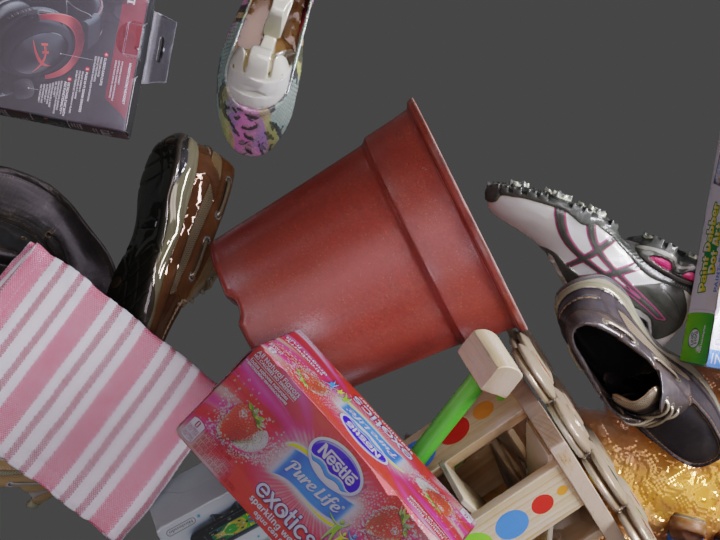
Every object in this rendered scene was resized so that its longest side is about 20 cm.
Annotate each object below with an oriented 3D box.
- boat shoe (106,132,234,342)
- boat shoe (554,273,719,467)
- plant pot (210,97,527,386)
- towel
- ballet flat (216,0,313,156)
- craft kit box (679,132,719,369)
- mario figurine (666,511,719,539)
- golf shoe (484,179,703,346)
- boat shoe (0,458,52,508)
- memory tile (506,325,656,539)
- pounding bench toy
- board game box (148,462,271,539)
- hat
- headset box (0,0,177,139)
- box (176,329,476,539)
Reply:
[{"bbox_3d":[-0.147,-0.006,1.491,0.073,0.075,0.201,18,86,-32],"label":"boat shoe"},{"bbox_3d":[0.222,0.094,1.499,0.074,0.073,0.200,-35,109,29],"label":"boat shoe"},{"bbox_3d":[0.000,0.000,1.454,0.194,0.201,0.202,-27,91,3],"label":"plant pot"},{"bbox_3d":[-0.218,0.093,1.426,0.200,0.030,0.147,38,82,0],"label":"towel"},{"bbox_3d":[-0.072,-0.193,1.503,0.069,0.071,0.202,15,88,-5],"label":"ballet flat"},{"bbox_3d":[0.368,-0.005,1.520,0.199,0.048,0.199,12,91,-23],"label":"craft kit box"},{"bbox_3d":[0.268,0.302,1.501,0.123,0.106,0.201,11,79,30],"label":"mario figurine"},{"bbox_3d":[0.184,-0.009,1.520,0.199,0.077,0.089,26,94,-3],"label":"golf shoe"},{"bbox_3d":[-0.254,0.153,1.493,0.198,0.072,0.077,7,111,-2],"label":"boat shoe"},{"bbox_3d":[0.177,0.133,1.477,0.017,0.153,0.201,-33,93,6],"label":"memory tile"},{"bbox_3d":[0.079,0.154,1.434,0.155,0.124,0.200,-33,126,2],"label":"pounding bench toy"},{"bbox_3d":[-0.059,0.230,1.464,0.147,0.064,0.201,-27,117,-4],"label":"board game box"},{"bbox_3d":[-0.292,0.014,1.478,0.199,0.081,0.202,0,89,-3],"label":"hat"},{"bbox_3d":[-0.248,-0.193,1.487,0.198,0.075,0.150,10,89,-4],"label":"headset box"},{"bbox_3d":[-0.023,0.148,1.334,0.095,0.100,0.200,-45,83,14],"label":"box"}]
